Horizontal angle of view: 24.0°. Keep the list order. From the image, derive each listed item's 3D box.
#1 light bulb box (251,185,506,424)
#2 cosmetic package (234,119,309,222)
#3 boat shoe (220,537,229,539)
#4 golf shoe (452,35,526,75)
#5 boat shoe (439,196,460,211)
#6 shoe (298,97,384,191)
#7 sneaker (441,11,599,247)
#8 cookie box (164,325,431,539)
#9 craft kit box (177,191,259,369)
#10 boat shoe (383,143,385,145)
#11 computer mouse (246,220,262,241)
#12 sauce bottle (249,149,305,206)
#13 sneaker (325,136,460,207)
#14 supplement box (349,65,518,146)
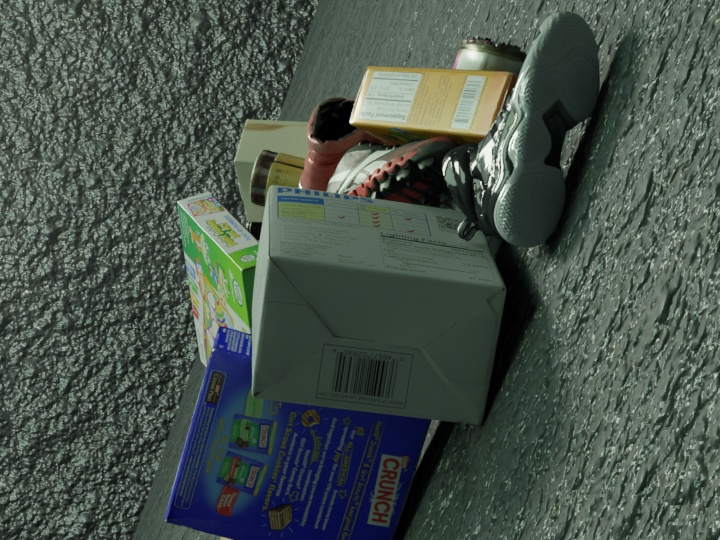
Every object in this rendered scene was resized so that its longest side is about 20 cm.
[{"bbox_3d":[0.008,0.025,1.436,0.200,0.196,0.126,-98,17,-71],"label":"light bulb box"},{"bbox_3d":[-0.034,-0.107,1.903,0.106,0.198,0.071,83,-164,-49],"label":"cosmetic package"},{"bbox_3d":[-0.117,0.292,1.704,0.199,0.074,0.076,-33,-36,-25],"label":"boat shoe"},{"bbox_3d":[0.117,-0.164,1.659,0.200,0.072,0.093,111,172,-76],"label":"golf shoe"},{"bbox_3d":[0.093,-0.069,1.617,0.069,0.072,0.200,-66,20,2],"label":"boat shoe"},{"bbox_3d":[0.002,-0.147,1.782,0.200,0.071,0.092,-47,-26,-44],"label":"shoe"},{"bbox_3d":[0.127,-0.117,1.405,0.113,0.075,0.202,-1,71,57],"label":"sneaker"},{"bbox_3d":[-0.054,0.161,1.493,0.075,0.198,0.172,-89,16,-73],"label":"cookie box"},{"bbox_3d":[-0.129,0.046,1.770,0.197,0.048,0.202,38,140,55],"label":"craft kit box"},{"bbox_3d":[0.069,-0.139,1.782,0.061,0.075,0.201,-13,42,27],"label":"boat shoe"},{"bbox_3d":[-0.122,-0.003,1.889,0.200,0.044,0.110,-152,82,-81],"label":"computer mouse"},{"bbox_3d":[-0.019,-0.076,1.817,0.065,0.198,0.065,16,-90,-81],"label":"sauce bottle"},{"bbox_3d":[0.027,-0.088,1.582,0.200,0.071,0.099,-32,41,46],"label":"sneaker"},{"bbox_3d":[0.081,-0.147,1.566,0.199,0.066,0.069,14,82,50],"label":"supplement box"}]
